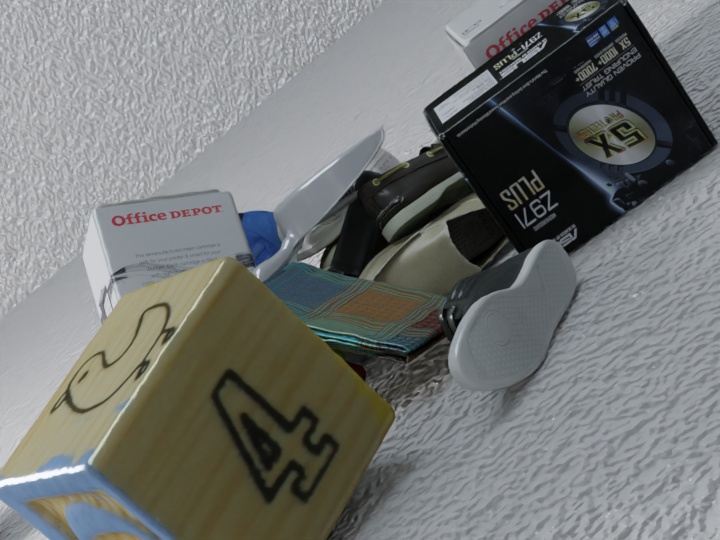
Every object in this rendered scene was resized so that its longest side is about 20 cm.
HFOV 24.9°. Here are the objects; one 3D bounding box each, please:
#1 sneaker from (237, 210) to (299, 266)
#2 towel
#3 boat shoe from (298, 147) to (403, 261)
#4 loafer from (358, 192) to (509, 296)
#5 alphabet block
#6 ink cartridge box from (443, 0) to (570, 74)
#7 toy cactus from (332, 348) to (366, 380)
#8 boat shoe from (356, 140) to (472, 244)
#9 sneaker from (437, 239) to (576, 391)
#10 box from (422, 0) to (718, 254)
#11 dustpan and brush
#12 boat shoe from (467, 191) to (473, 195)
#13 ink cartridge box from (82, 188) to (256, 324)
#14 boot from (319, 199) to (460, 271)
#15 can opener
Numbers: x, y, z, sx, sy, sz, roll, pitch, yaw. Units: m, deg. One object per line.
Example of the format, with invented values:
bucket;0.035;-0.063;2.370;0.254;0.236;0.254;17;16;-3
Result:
sneaker;-0.114;0.023;1.678;0.077;0.110;0.202;116;149;-53
towel;-0.011;0.034;1.445;0.198;0.022;0.146;11;22;28
boat shoe;-0.029;-0.078;1.755;0.199;0.069;0.071;-35;14;39
loafer;0.072;-0.010;1.546;0.200;0.076;0.068;-43;9;-21
alphabet block;-0.127;0.139;1.257;0.194;0.196;0.201;-16;36;52
ink cartridge box;0.192;-0.180;1.509;0.147;0.201;0.086;-35;22;2
toy cactus;-0.108;0.107;1.445;0.198;0.165;0.103;-28;42;16
boat shoe;0.078;-0.098;1.613;0.200;0.061;0.072;-34;-14;-40
sneaker;0.098;0.051;1.307;0.099;0.071;0.200;-29;10;38
box;0.182;-0.126;1.433;0.199;0.164;0.086;-35;23;6
dustpan and brush;-0.053;-0.047;1.569;0.199;0.057;0.139;-37;-1;-32
boat shoe;0.112;-0.100;1.767;0.199;0.057;0.067;-20;22;51
ink cartridge box;-0.171;0.033;1.558;0.143;0.202;0.084;-8;-30;-22
boot;0.030;-0.032;1.738;0.199;0.072;0.155;-35;12;14
can opener;0.000;0.000;1.614;0.053;0.066;0.202;81;-161;-66
